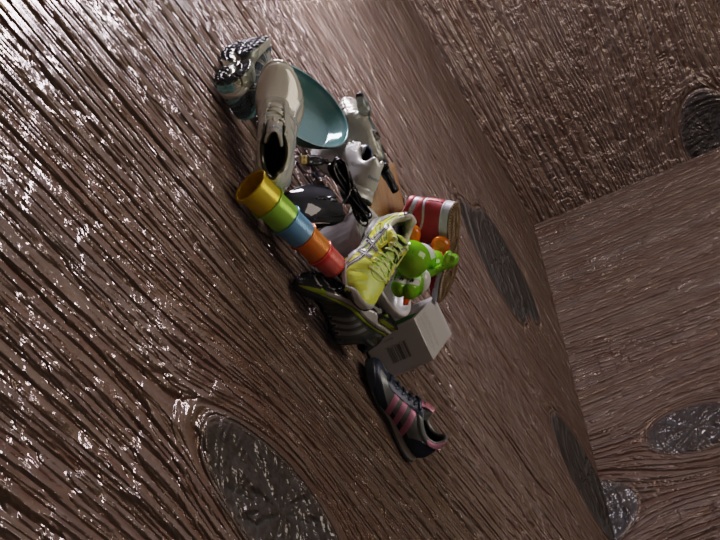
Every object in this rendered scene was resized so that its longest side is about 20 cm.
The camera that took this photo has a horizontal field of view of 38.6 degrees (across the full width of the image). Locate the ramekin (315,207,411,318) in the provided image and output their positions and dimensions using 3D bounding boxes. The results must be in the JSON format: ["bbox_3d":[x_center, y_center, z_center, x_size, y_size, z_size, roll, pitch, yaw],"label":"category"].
[{"bbox_3d":[0.000,0.000,1.733,0.201,0.097,0.201,56,20,-32],"label":"ramekin"}]

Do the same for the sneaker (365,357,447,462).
[{"bbox_3d":[0.077,0.221,1.714,0.201,0.081,0.070,61,18,-18],"label":"sneaker"}]

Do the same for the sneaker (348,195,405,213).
[{"bbox_3d":[0.032,-0.081,1.917,0.075,0.106,0.201,56,20,-31],"label":"sneaker"}]

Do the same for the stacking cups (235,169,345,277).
[{"bbox_3d":[-0.095,-0.063,1.515,0.200,0.060,0.061,42,27,-29],"label":"stacking cups"}]

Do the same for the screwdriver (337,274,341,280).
[{"bbox_3d":[-0.072,-0.048,1.618,0.200,0.028,0.029,47,10,-6],"label":"screwdriver"}]

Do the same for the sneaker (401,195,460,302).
[{"bbox_3d":[0.117,-0.044,1.864,0.071,0.112,0.202,-40,139,-52],"label":"sneaker"}]

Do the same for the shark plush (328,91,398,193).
[{"bbox_3d":[0.022,-0.234,1.832,0.200,0.091,0.083,49,11,15],"label":"shark plush"}]

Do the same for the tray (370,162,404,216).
[{"bbox_3d":[0.042,-0.088,1.862,0.098,0.037,0.202,-18,98,-45],"label":"tray"}]

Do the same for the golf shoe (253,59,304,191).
[{"bbox_3d":[-0.121,-0.219,1.531,0.097,0.077,0.202,180,-89,-84],"label":"golf shoe"}]

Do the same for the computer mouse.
[{"bbox_3d":[-0.073,-0.128,1.612,0.199,0.046,0.141,-10,66,-39],"label":"computer mouse"}]

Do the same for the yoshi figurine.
[{"bbox_3d":[0.097,-0.024,1.714,0.113,0.112,0.200,59,23,-14],"label":"yoshi figurine"}]

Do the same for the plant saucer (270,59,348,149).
[{"bbox_3d":[-0.110,-0.273,1.744,0.199,0.036,0.201,28,37,-23],"label":"plant saucer"}]

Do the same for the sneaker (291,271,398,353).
[{"bbox_3d":[-0.032,0.071,1.590,0.199,0.081,0.074,32,10,-31],"label":"sneaker"}]

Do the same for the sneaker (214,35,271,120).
[{"bbox_3d":[-0.182,-0.306,1.636,0.201,0.077,0.087,-75,152,-53],"label":"sneaker"}]

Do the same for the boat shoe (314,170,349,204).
[{"bbox_3d":[-0.056,-0.212,1.886,0.084,0.068,0.202,33,38,-76],"label":"boat shoe"}]

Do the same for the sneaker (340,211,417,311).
[{"bbox_3d":[0.029,-0.024,1.585,0.075,0.076,0.201,41,45,-22],"label":"sneaker"}]

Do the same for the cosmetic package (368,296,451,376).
[{"bbox_3d":[0.087,0.120,1.833,0.085,0.107,0.200,64,15,-4],"label":"cosmetic package"}]

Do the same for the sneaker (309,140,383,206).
[{"bbox_3d":[-0.017,-0.185,1.763,0.074,0.088,0.200,21,15,-41],"label":"sneaker"}]
